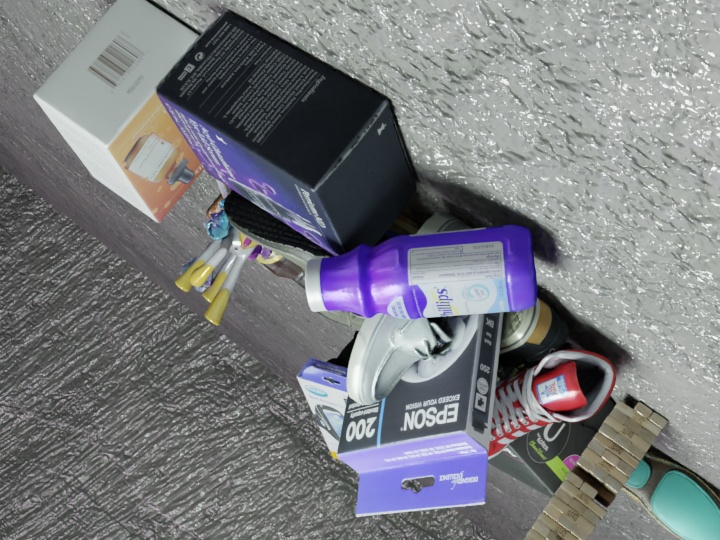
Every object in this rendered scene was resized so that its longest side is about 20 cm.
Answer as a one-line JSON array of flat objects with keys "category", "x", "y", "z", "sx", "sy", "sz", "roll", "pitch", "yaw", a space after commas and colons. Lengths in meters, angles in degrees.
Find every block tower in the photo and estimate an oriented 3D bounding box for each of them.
[{"category": "block tower", "x": 0.235, "y": 0.226, "z": 1.132, "sx": 0.054, "sy": 0.200, "sz": 0.058, "roll": 35, "pitch": 167, "yaw": 17}]

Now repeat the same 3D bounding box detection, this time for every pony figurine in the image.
[{"category": "pony figurine", "x": -0.144, "y": -0.048, "z": 1.362, "sx": 0.166, "sy": 0.201, "sz": 0.193, "roll": 35, "pitch": -176, "yaw": -15}]

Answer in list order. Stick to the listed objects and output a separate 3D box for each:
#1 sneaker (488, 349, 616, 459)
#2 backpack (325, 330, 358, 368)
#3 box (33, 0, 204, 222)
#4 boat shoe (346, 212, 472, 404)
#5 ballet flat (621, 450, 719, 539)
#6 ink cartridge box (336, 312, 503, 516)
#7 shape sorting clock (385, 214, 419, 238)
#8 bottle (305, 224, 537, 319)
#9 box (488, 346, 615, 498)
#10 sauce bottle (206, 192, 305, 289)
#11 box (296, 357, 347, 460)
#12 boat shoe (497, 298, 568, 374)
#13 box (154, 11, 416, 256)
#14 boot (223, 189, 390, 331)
[{"category": "sneaker", "x": 0.153, "y": 0.131, "z": 1.055, "sx": 0.113, "sy": 0.199, "sz": 0.072, "roll": 77, "pitch": 167, "yaw": -81}, {"category": "backpack", "x": 0.071, "y": 0.169, "z": 1.519, "sx": 0.199, "sy": 0.147, "sz": 0.183, "roll": 31, "pitch": 160, "yaw": 20}, {"category": "box", "x": -0.233, "y": -0.171, "z": 1.186, "sx": 0.106, "sy": 0.153, "sz": 0.200, "roll": 34, "pitch": 167, "yaw": 16}, {"category": "boat shoe", "x": 0.055, "y": 0.047, "z": 1.032, "sx": 0.071, "sy": 0.202, "sz": 0.070, "roll": 32, "pitch": -170, "yaw": 31}, {"category": "ballet flat", "x": 0.334, "y": 0.240, "z": 1.243, "sx": 0.199, "sy": 0.071, "sz": 0.071, "roll": 33, "pitch": 166, "yaw": 22}, {"category": "ink cartridge box", "x": 0.055, "y": 0.134, "z": 1.082, "sx": 0.043, "sy": 0.201, "sz": 0.198, "roll": 23, "pitch": 153, "yaw": -31}, {"category": "shape sorting clock", "x": 0.044, "y": -0.024, "z": 1.170, "sx": 0.199, "sy": 0.039, "sz": 0.200, "roll": 28, "pitch": 172, "yaw": 4}, {"category": "bottle", "x": 0.053, "y": 0.005, "z": 0.958, "sx": 0.198, "sy": 0.066, "sz": 0.084, "roll": -5, "pitch": 153, "yaw": 9}, {"category": "box", "x": 0.163, "y": 0.146, "z": 1.235, "sx": 0.199, "sy": 0.125, "sz": 0.149, "roll": 21, "pitch": 160, "yaw": 52}, {"category": "sauce bottle", "x": -0.125, "y": -0.039, "z": 1.552, "sx": 0.200, "sy": 0.066, "sz": 0.066, "roll": 39, "pitch": 168, "yaw": -11}, {"category": "box", "x": -0.007, "y": 0.188, "z": 1.437, "sx": 0.118, "sy": 0.042, "sz": 0.201, "roll": 13, "pitch": 140, "yaw": 31}, {"category": "boat shoe", "x": 0.143, "y": 0.069, "z": 1.119, "sx": 0.062, "sy": 0.075, "sz": 0.200, "roll": 22, "pitch": 162, "yaw": -17}, {"category": "box", "x": -0.064, "y": -0.118, "z": 1.000, "sx": 0.199, "sy": 0.105, "sz": 0.148, "roll": 33, "pitch": 166, "yaw": 27}, {"category": "boot", "x": -0.048, "y": -0.001, "z": 1.097, "sx": 0.199, "sy": 0.068, "sz": 0.131, "roll": 26, "pitch": 147, "yaw": 22}]
